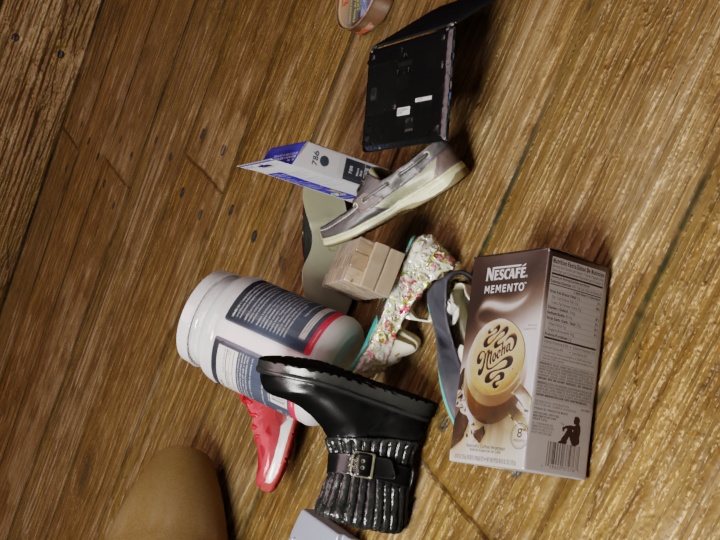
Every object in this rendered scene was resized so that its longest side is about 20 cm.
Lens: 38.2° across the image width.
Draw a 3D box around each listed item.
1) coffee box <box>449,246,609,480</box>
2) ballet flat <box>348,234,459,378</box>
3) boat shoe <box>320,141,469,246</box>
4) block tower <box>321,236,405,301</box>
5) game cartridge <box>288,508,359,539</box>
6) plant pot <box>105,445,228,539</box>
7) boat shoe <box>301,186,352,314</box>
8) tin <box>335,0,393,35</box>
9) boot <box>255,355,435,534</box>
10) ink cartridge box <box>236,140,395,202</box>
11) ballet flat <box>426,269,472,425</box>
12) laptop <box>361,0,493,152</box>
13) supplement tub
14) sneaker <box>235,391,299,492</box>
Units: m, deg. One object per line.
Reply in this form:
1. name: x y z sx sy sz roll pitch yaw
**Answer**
1. coffee box: 0.157 0.087 0.974 0.113 0.080 0.201 -9 69 58
2. ballet flat: 0.049 0.054 1.183 0.200 0.064 0.076 -65 -8 19
3. boat shoe: 0.031 -0.092 1.217 0.201 0.072 0.066 -27 93 27
4. block tower: 0.000 0.000 1.229 0.200 0.054 0.058 160 134 -79
5. game cartridge: -0.061 0.396 1.243 0.133 0.040 0.201 15 90 56
6. plant pot: -0.269 0.357 1.486 0.186 0.186 0.200 -50 26 36
7. boat shoe: -0.041 -0.025 1.373 0.063 0.073 0.202 80 -174 -77
8. tin: 0.011 -0.430 1.485 0.112 0.042 0.201 -18 62 50
9. boot: -0.032 0.189 1.135 0.079 0.211 0.158 6 -77 -87
10. ink cartridge box: -0.041 -0.120 1.273 0.099 0.200 0.039 2 79 57
11. ballet flat: 0.112 0.080 1.065 0.073 0.073 0.200 -48 37 37
12. laptop: 0.094 -0.239 1.228 0.177 0.103 0.201 2 87 59
13. supplement tub: -0.108 0.091 1.271 0.200 0.140 0.141 22 98 20
14. sneaker: -0.136 0.182 1.364 0.078 0.115 0.201 98 -174 -71
